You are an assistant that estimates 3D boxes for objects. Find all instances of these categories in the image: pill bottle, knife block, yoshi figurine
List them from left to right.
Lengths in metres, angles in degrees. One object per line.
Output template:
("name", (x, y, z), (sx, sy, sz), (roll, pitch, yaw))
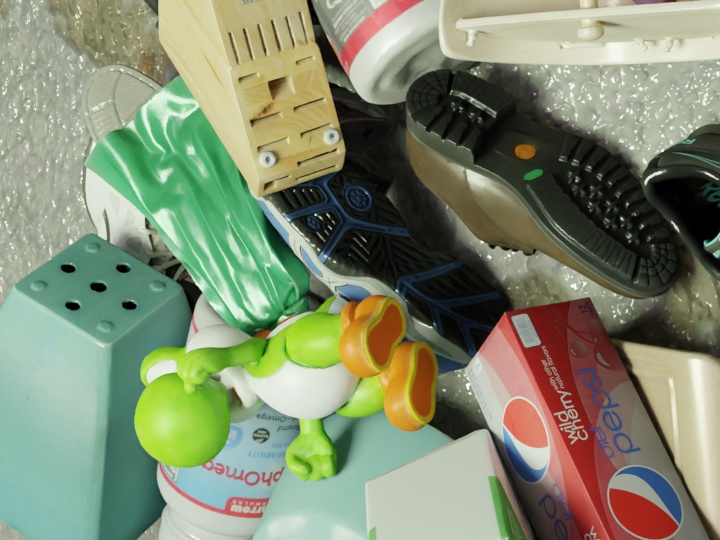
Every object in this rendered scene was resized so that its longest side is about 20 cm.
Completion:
("knife block", (-0.092, -0.155, 1.043), (0.175, 0.063, 0.202), (11, 118, 66))
("pill bottle", (-0.086, 0.117, 1.146), (0.108, 0.108, 0.202), (32, 118, 33))
("yoshi figurine", (-0.060, 0.079, 0.980), (0.198, 0.112, 0.114), (-9, 88, 31))
("pill bottle", (0.003, -0.216, 1.002), (0.111, 0.110, 0.201), (-40, 72, 39))

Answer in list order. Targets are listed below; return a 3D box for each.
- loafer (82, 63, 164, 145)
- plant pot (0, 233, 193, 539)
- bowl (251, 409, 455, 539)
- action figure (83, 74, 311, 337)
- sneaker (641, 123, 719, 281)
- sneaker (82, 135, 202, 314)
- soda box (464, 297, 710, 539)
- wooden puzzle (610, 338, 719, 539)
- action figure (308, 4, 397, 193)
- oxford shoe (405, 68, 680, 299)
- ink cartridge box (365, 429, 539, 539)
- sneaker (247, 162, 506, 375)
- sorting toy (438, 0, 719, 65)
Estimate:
("loafer", (-0.122, -0.065, 1.148), (0.200, 0.063, 0.072), (45, 94, 11))
("plant pot", (-0.200, 0.087, 1.175), (0.140, 0.141, 0.201), (29, 130, 18))
("bowl", (0.003, 0.204, 1.036), (0.199, 0.105, 0.203), (16, 122, 28))
("action figure", (-0.089, -0.028, 1.071), (0.118, 0.055, 0.201), (-39, 76, 21))
("sneaker", (0.229, 0.004, 0.863), (0.200, 0.079, 0.076), (47, 125, 24))
("sneaker", (-0.148, -0.028, 1.212), (0.115, 0.075, 0.202), (22, 120, 28))
("soda box", (0.131, 0.119, 0.893), (0.201, 0.063, 0.070), (67, 150, 27))
("wooden puzzle", (0.161, 0.131, 0.948), (0.200, 0.037, 0.187), (5, 103, 63))
("action figure", (-0.057, -0.131, 1.105), (0.200, 0.069, 0.131), (47, 132, 30))
("oxford shoe", (0.111, -0.041, 0.979), (0.200, 0.073, 0.085), (39, 150, 23))
("ink cartridge box", (0.081, 0.215, 0.894), (0.083, 0.146, 0.201), (-24, 105, 6))
("sneaker", (0.000, 0.000, 1.035), (0.200, 0.076, 0.077), (43, 143, -3))
("sorting toy", (0.152, -0.210, 0.886), (0.199, 0.106, 0.182), (4, 93, 42))
